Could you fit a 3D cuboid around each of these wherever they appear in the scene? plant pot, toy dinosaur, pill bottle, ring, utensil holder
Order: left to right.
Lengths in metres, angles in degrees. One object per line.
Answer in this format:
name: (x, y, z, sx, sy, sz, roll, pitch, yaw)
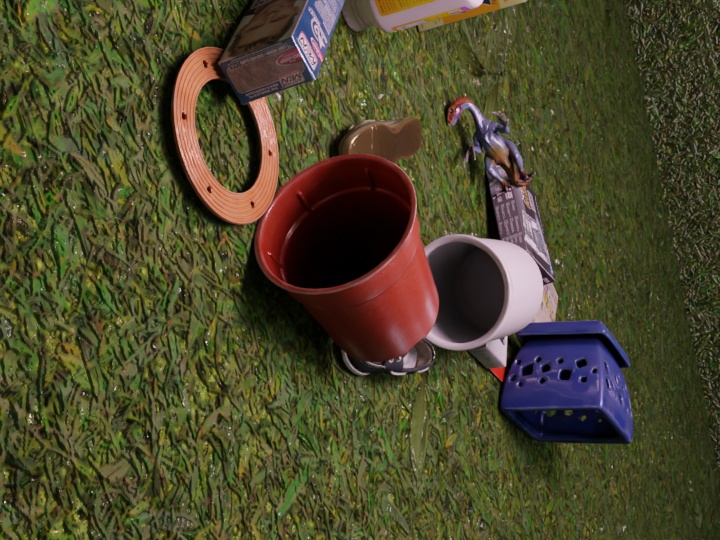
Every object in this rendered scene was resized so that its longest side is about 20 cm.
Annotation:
ring: (-0.154, -0.151, 1.149, 0.200, 0.019, 0.203, 30, 56, -56)
plant pot: (0.000, 0.000, 1.232, 0.196, 0.199, 0.202, 61, 33, -48)
pill bottle: (0.072, -0.405, 1.456, 0.104, 0.198, 0.105, 28, 57, -56)
utensil holder: (0.185, 0.031, 1.579, 0.199, 0.168, 0.172, -1, 83, -63)
toy dinosaur: (0.222, -0.222, 1.810, 0.183, 0.104, 0.200, 60, 6, 6)
plant pot: (0.385, 0.201, 1.858, 0.200, 0.198, 0.182, 40, 53, -50)

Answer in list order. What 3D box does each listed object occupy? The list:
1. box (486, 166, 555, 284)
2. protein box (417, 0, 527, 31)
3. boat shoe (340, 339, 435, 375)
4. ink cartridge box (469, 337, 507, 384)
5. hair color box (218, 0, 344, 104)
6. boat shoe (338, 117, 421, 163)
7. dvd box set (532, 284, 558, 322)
box: (0.304, -0.087, 1.926, 0.158, 0.049, 0.202, 38, 38, -53)
protein box: (0.203, -0.514, 1.738, 0.200, 0.197, 0.136, -41, 118, -58)
boat shoe: (0.040, 0.107, 1.394, 0.199, 0.060, 0.077, 8, 75, -61)
ink cartridge box: (0.245, 0.080, 1.811, 0.173, 0.043, 0.202, 41, 47, -49)
hair color box: (-0.089, -0.284, 1.199, 0.061, 0.099, 0.201, 60, 27, -33)
boat shoe: (0.019, -0.183, 1.458, 0.200, 0.063, 0.074, -33, 123, -53)
dvd box set: (0.353, 0.079, 2.027, 0.147, 0.029, 0.201, 59, 34, -37)
